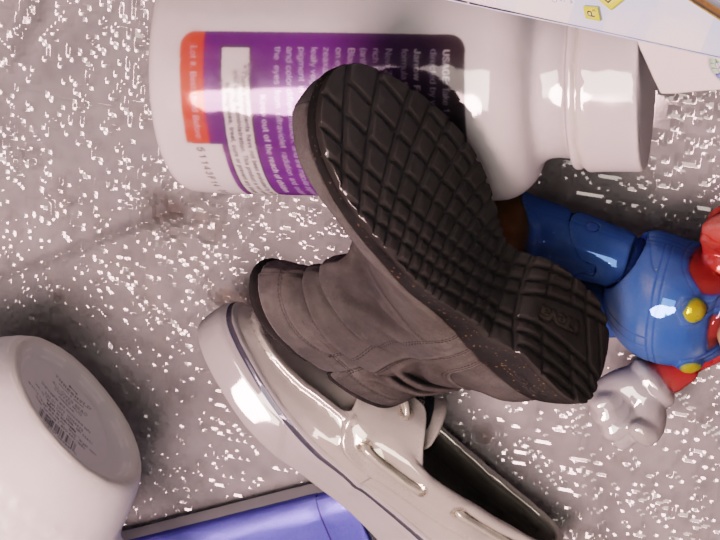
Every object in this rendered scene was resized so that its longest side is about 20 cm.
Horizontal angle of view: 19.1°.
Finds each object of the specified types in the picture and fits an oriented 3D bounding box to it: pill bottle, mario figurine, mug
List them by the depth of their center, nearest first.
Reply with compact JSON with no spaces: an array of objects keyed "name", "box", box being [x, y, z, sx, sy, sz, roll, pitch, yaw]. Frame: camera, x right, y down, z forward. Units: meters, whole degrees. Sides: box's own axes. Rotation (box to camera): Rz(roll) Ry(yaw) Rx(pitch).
[{"name":"pill bottle","box":[0.021,-0.085,0.902,0.200,0.111,0.111,2,113,14]},{"name":"mario figurine","box":[0.142,0.023,0.915,0.200,0.123,0.106,8,80,17]},{"name":"mug","box":[-0.182,0.138,1.028,0.175,0.148,0.200,-38,92,15]}]

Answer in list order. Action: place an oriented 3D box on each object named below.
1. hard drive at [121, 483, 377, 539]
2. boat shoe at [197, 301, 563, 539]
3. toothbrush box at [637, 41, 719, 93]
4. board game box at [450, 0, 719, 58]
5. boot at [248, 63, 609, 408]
[{"name":"hard drive","box":[-0.069,0.185,1.090,0.200,0.025,0.132,-16,108,20]},{"name":"boat shoe","box":[0.012,0.079,0.999,0.066,0.072,0.200,-41,99,21]},{"name":"toothbrush box","box":[0.151,-0.169,0.780,0.146,0.085,0.200,-2,129,40]},{"name":"board game box","box":[0.102,-0.163,0.719,0.199,0.041,0.200,16,140,24]},{"name":"boot","box":[0.000,0.000,0.880,0.132,0.070,0.200,-5,138,40]}]
